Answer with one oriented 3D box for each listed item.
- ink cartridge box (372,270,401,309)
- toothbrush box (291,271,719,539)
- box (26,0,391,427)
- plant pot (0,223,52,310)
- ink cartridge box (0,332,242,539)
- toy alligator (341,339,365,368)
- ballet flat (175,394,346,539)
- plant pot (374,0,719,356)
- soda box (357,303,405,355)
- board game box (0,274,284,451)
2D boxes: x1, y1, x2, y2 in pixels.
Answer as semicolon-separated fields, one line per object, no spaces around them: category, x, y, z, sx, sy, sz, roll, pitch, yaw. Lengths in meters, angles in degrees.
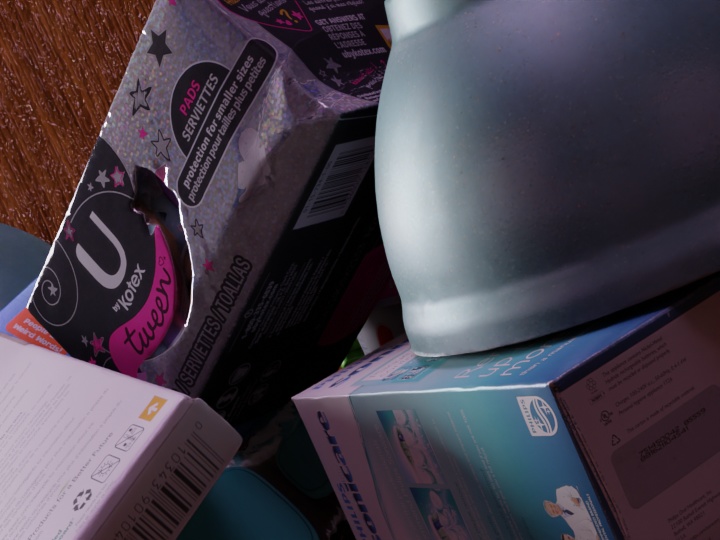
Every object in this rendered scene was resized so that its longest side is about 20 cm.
ink cartridge box;0.000;0.000;0.903;0.119;0.042;0.199;-20;1;-41
toothbrush box;0.086;0.052;0.635;0.146;0.086;0.200;-28;7;-27
box;-0.052;-0.035;0.754;0.132;0.115;0.201;-19;-36;-51
plant pot;-0.227;0.065;0.965;0.200;0.161;0.201;-41;-14;-12
ink cartridge box;-0.167;0.124;0.689;0.199;0.043;0.199;11;61;53
toy alligator;0.020;0.040;1.065;0.199;0.059;0.054;-29;-34;-16
ballet flat;-0.045;0.118;0.743;0.071;0.072;0.200;-20;7;30
plant pot;0.087;-0.069;0.627;0.199;0.135;0.200;-22;6;3
soda box;0.058;0.034;0.919;0.068;0.064;0.200;-27;8;-17
board game box;-0.134;0.074;0.827;0.200;0.151;0.045;-49;-19;-40
